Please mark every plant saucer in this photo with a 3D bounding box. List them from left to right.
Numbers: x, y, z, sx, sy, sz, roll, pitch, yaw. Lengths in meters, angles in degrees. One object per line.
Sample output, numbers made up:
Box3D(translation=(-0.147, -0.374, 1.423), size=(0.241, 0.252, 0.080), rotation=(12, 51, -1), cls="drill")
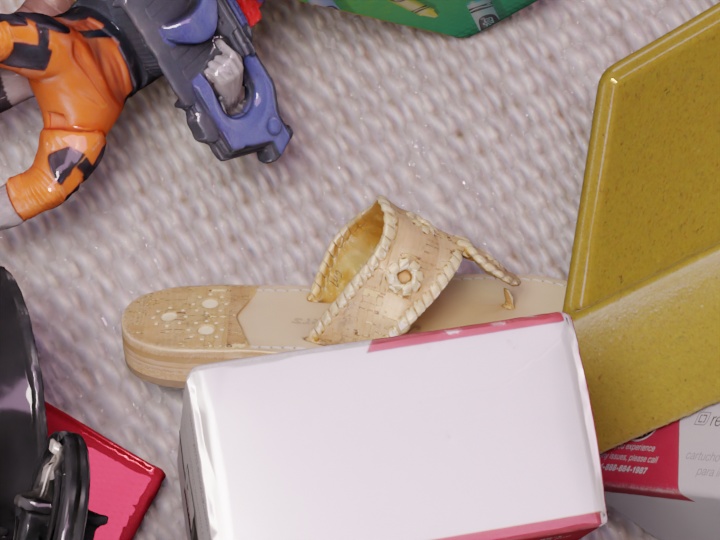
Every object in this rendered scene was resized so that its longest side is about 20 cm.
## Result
Box3D(translation=(0.155, -0.046, 0.931), size=(0.048, 0.199, 0.201), rotation=(34, 49, -27), cls="plant saucer")

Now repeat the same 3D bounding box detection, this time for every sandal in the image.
Box3D(translation=(0.001, 0.003, 0.978), size=(0.210, 0.070, 0.078), rotation=(-4, 33, -3), cls="sandal")

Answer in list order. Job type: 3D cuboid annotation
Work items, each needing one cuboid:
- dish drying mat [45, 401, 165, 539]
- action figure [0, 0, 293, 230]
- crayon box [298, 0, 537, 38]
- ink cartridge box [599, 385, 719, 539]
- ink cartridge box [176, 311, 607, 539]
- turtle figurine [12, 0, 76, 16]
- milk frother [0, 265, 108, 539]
Box3D(translation=(-0.164, 0.154, 0.961), size=(0.076, 0.018, 0.201), rotation=(30, 74, 5), cls="dish drying mat")
Box3D(translation=(-0.125, -0.117, 0.961), size=(0.193, 0.104, 0.201), rotation=(-33, 113, -25), cls="action figure")
Box3D(translation=(-0.004, -0.178, 0.988), size=(0.058, 0.199, 0.120), rotation=(-25, 72, 34), cls="crayon box")
Box3D(translation=(0.196, 0.022, 0.939), size=(0.083, 0.145, 0.201), rotation=(34, 72, -25), cls="ink cartridge box")
Box3D(translation=(0.005, 0.086, 0.901), size=(0.145, 0.200, 0.084), rotation=(-9, 77, -7), cls="ink cartridge box")
Box3D(translation=(-0.112, -0.177, 1.036), size=(0.199, 0.064, 0.162), rotation=(35, 81, -7), cls="turtle figurine")
Box3D(translation=(-0.205, 0.083, 0.849), size=(0.187, 0.200, 0.182), rotation=(-6, 76, -21), cls="milk frother")
